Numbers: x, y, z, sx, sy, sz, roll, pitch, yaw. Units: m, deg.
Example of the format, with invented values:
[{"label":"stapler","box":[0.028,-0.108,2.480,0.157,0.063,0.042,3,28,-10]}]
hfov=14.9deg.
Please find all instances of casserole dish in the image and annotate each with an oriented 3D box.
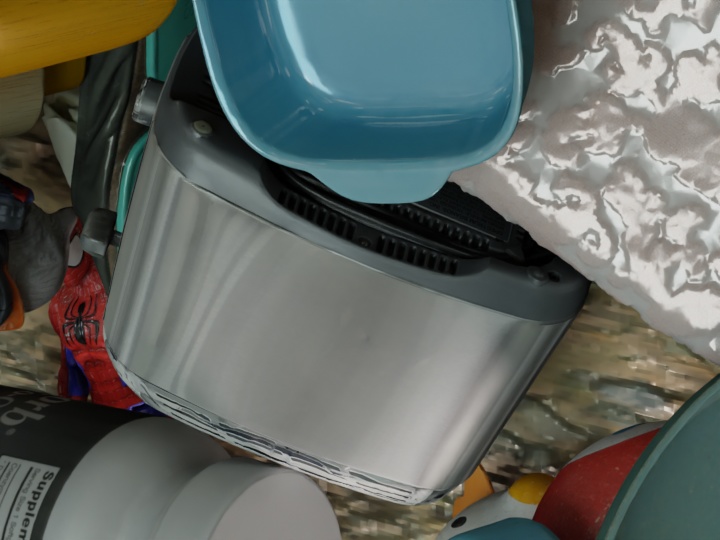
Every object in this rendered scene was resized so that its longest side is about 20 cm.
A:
[{"label":"casserole dish","box":[-0.001,-0.121,0.898,0.121,0.039,0.200,1,111,31]}]

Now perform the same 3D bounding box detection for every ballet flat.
[{"label":"ballet flat","box":[-0.086,-0.074,1.068,0.068,0.068,0.200,34,133,31]}]

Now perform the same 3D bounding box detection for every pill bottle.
[{"label":"pill bottle","box":[-0.113,0.108,1.079,0.200,0.116,0.116,8,117,36]}]

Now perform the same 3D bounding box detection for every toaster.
[{"label":"toaster","box":[0.000,0.000,1.012,0.200,0.114,0.129,21,130,-6]}]

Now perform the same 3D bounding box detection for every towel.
[{"label":"towel","box":[0.095,-0.097,0.927,0.200,0.032,0.191,36,106,12]}]

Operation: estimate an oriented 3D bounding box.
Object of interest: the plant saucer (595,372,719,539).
[{"label":"plant saucer","box":[0.145,0.106,0.918,0.036,0.200,0.200,26,130,55]}]

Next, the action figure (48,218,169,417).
[{"label":"action figure","box":[-0.092,0.070,1.156,0.065,0.052,0.200,-7,107,37]}]

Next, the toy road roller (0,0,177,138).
[{"label":"toy road roller","box":[-0.135,-0.100,0.949,0.146,0.123,0.200,50,144,35]}]

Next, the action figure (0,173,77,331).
[{"label":"action figure","box":[-0.209,-0.008,1.087,0.200,0.193,0.105,-146,56,-67]}]

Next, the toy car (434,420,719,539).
[{"label":"toy car","box":[0.080,0.119,1.028,0.200,0.184,0.177,31,129,53]}]
